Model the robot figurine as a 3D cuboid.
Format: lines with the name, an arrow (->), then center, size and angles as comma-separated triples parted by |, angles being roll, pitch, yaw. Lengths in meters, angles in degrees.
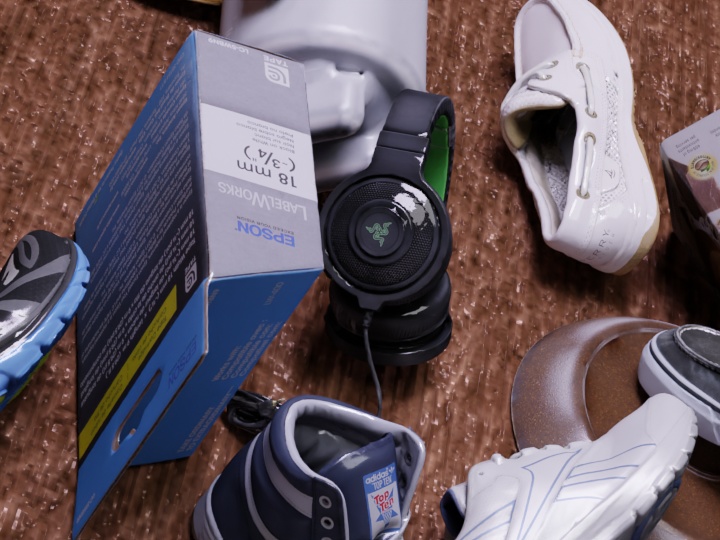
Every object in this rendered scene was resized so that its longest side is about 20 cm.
robot figurine -> -0.020, -0.137, 1.243 | 0.113, 0.170, 0.201 | -8, 52, 14

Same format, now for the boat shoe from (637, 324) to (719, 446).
boat shoe -> 0.230, 0.061, 1.160 | 0.200, 0.071, 0.072 | 25, 32, 36

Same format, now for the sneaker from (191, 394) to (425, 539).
sneaker -> 0.012, 0.144, 0.998 | 0.070, 0.109, 0.200 | -24, 66, -45

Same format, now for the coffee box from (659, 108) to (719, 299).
coffee box -> 0.254, 0.010, 1.281 | 0.080, 0.113, 0.200 | -30, 62, -2

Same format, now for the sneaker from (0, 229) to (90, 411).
sneaker -> -0.188, 0.033, 1.005 | 0.083, 0.071, 0.200 | 42, 43, 0

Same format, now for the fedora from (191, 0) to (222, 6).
fedora -> -0.092, -0.240, 1.334 | 0.200, 0.082, 0.201 | 19, 42, -18

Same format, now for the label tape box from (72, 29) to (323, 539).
label tape box -> -0.077, 0.012, 1.045 | 0.063, 0.144, 0.200 | 16, 43, -23

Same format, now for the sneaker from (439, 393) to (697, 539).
sneaker -> 0.092, 0.114, 1.097 | 0.087, 0.075, 0.200 | 37, 50, 17

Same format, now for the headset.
headset -> 0.000, 0.000, 1.144 | 0.094, 0.124, 0.201 | 10, 58, 9

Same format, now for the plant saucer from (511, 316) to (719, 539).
plant saucer -> 0.175, 0.097, 1.220 | 0.200, 0.032, 0.201 | 18, 43, -18

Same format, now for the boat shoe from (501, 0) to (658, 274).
boat shoe -> 0.115, -0.090, 1.320 | 0.069, 0.071, 0.200 | 13, 44, -28
